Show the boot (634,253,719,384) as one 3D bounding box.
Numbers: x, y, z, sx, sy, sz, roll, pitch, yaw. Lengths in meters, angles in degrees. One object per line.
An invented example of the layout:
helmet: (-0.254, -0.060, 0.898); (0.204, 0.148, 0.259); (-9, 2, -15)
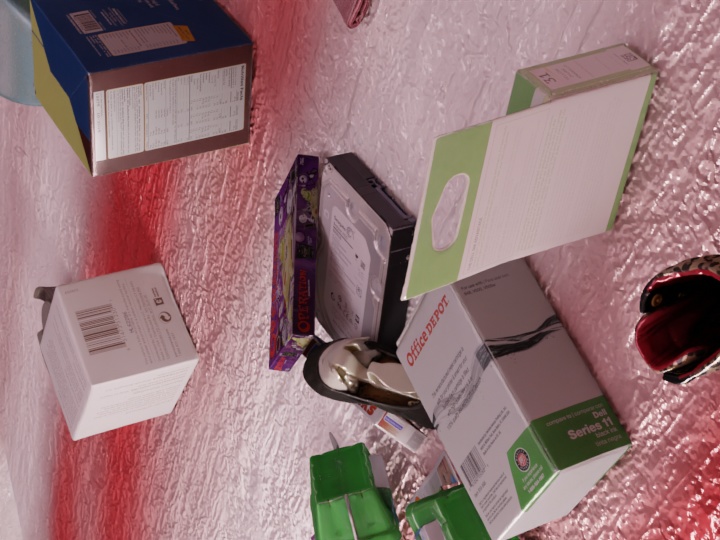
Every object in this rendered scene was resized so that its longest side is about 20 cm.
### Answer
boot: (0.230, 0.025, 0.850); (0.200, 0.150, 0.074); (-38, 70, 62)

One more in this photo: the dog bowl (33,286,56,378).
dog bowl: (-0.528, 0.120, 2.503); (0.200, 0.058, 0.202); (39, 137, 51)

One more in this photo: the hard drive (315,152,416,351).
hard drive: (0.000, 0.000, 1.422); (0.140, 0.038, 0.201); (49, 143, 42)

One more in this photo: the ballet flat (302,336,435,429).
ballet flat: (0.014, 0.098, 1.353); (0.199, 0.068, 0.068); (13, 159, 35)

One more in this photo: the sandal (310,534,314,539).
sandal: (-0.031, 0.317, 1.630); (0.082, 0.049, 0.204); (44, 140, 47)

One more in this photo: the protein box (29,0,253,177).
protein box: (-0.255, -0.234, 1.621); (0.199, 0.199, 0.136); (49, 143, 42)

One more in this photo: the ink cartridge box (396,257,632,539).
ink cartridge box: (0.122, 0.104, 1.179); (0.201, 0.082, 0.147); (62, 151, 23)

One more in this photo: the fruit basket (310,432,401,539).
fruit basket: (0.010, 0.291, 1.466); (0.185, 0.093, 0.201); (-107, -5, -71)

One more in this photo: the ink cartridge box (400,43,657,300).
ink cartridge box: (0.109, -0.070, 0.985); (0.048, 0.199, 0.146); (49, 144, 38)

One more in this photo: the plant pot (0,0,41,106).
plant pot: (-0.426, -0.337, 1.934); (0.200, 0.195, 0.197); (44, 141, 35)

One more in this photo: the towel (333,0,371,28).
towel: (-0.028, -0.350, 1.316); (0.201, 0.023, 0.144); (64, 152, 24)

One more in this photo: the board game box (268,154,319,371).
board game box: (-0.071, -0.007, 1.475); (0.120, 0.032, 0.202); (117, 156, -65)

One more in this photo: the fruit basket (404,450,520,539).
fruit basket: (0.092, 0.284, 1.326); (0.186, 0.093, 0.200); (66, 156, 19)

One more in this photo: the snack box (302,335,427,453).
snack box: (-0.008, 0.120, 1.466); (0.072, 0.024, 0.200); (38, -179, -40)

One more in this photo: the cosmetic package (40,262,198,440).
cosmetic package: (-0.358, 0.119, 2.045); (0.168, 0.165, 0.200); (66, 151, 19)
